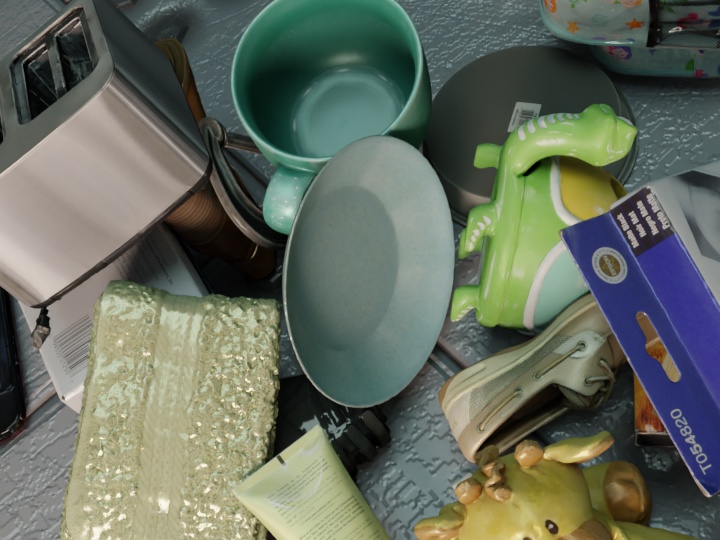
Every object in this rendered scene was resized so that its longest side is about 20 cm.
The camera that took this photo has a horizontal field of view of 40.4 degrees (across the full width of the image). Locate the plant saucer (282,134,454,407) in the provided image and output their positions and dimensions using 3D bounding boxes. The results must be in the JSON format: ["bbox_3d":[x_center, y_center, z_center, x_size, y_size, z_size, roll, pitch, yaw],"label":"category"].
[{"bbox_3d":[0.000,0.000,0.732,0.039,0.201,0.202,6,61,39],"label":"plant saucer"}]

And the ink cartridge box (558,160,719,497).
[{"bbox_3d":[0.260,0.022,0.656,0.199,0.041,0.200,-19,74,-28],"label":"ink cartridge box"}]

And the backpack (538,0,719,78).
[{"bbox_3d":[0.254,-0.263,0.854,0.199,0.151,0.178,6,54,9],"label":"backpack"}]

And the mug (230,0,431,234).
[{"bbox_3d":[-0.030,-0.129,0.796,0.185,0.114,0.152,-39,73,-1],"label":"mug"}]

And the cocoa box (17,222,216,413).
[{"bbox_3d":[-0.198,0.026,0.828,0.133,0.131,0.200,-34,57,-5],"label":"cocoa box"}]

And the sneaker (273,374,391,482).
[{"bbox_3d":[-0.016,0.155,0.735,0.099,0.071,0.201,-22,57,1],"label":"sneaker"}]

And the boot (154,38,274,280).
[{"bbox_3d":[-0.140,-0.093,0.868,0.073,0.155,0.201,-21,60,18],"label":"boot"}]

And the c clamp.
[{"bbox_3d":[-0.082,-0.087,0.841,0.027,0.200,0.171,-31,83,22],"label":"c clamp"}]

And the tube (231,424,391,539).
[{"bbox_3d":[0.003,0.206,0.667,0.052,0.058,0.200,-43,81,26],"label":"tube"}]

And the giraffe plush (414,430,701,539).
[{"bbox_3d":[0.123,0.172,0.626,0.200,0.162,0.173,29,72,28],"label":"giraffe plush"}]

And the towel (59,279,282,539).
[{"bbox_3d":[-0.131,0.112,0.695,0.148,0.036,0.201,7,82,0],"label":"towel"}]

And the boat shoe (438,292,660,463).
[{"bbox_3d":[0.155,0.073,0.707,0.199,0.072,0.065,-29,49,7],"label":"boat shoe"}]

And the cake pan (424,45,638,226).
[{"bbox_3d":[0.145,-0.124,0.873,0.199,0.037,0.201,-7,58,12],"label":"cake pan"}]

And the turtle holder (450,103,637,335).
[{"bbox_3d":[0.146,-0.039,0.745,0.131,0.141,0.186,10,105,4],"label":"turtle holder"}]

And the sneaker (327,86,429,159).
[{"bbox_3d":[-0.016,-0.136,0.894,0.200,0.077,0.076,43,102,37],"label":"sneaker"}]

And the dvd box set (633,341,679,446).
[{"bbox_3d":[0.280,0.035,0.742,0.146,0.029,0.201,-1,61,16],"label":"dvd box set"}]

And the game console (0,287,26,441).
[{"bbox_3d":[-0.413,0.071,0.874,0.172,0.119,0.201,-24,57,2],"label":"game console"}]

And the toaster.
[{"bbox_3d":[-0.217,-0.085,0.717,0.181,0.119,0.200,-36,44,8],"label":"toaster"}]
